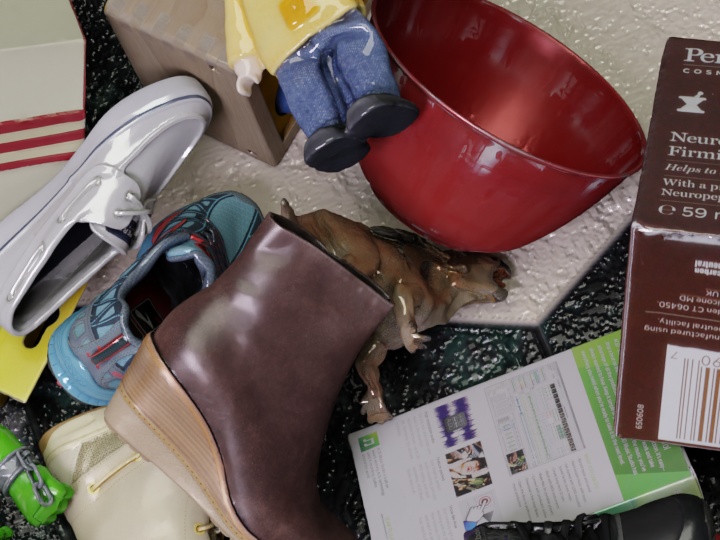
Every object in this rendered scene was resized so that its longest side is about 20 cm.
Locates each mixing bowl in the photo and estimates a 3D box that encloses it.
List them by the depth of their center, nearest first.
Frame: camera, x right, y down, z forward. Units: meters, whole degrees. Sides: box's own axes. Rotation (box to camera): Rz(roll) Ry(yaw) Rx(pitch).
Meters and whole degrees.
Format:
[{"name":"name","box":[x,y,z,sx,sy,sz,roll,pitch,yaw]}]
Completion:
[{"name":"mixing bowl","box":[0.071,-0.084,1.486,0.200,0.200,0.108,44,120,20]}]

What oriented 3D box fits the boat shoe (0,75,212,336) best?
[{"name":"boat shoe","box":[-0.162,-0.037,1.485,0.200,0.074,0.065,-45,56,7]}]

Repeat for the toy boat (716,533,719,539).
[{"name":"toy boat","box":[0.176,0.241,1.360,0.130,0.131,0.201,-2,70,8]}]

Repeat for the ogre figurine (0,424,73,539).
[{"name":"ogre figurine","box":[-0.291,0.150,1.488,0.200,0.098,0.120,-39,72,33]}]

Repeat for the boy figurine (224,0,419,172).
[{"name":"boy figurine","box":[-0.035,-0.163,1.399,0.124,0.064,0.200,-32,72,22]}]

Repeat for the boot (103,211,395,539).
[{"name":"boot","box":[-0.033,0.082,1.380,0.200,0.072,0.166,40,100,-18]}]

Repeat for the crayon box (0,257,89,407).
[{"name":"crayon box","box":[-0.277,0.007,1.560,0.200,0.051,0.127,22,74,17]}]

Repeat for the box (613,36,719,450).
[{"name":"box","box":[0.246,-0.012,1.384,0.165,0.165,0.200,6,39,9]}]

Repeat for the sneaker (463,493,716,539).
[{"name":"sneaker","box":[0.104,0.176,1.328,0.200,0.088,0.076,-32,31,17]}]

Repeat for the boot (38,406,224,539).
[{"name":"boot","box":[-0.093,0.144,1.469,0.200,0.073,0.156,-19,68,3]}]

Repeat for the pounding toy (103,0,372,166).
[{"name":"pounding toy","box":[-0.047,-0.196,1.528,0.142,0.184,0.200,26,76,17]}]

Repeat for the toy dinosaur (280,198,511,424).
[{"name":"toy dinosaur","box":[0.000,0.000,1.467,0.086,0.200,0.136,-32,38,31]}]

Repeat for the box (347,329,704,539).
[{"name":"box","box":[0.098,0.123,1.426,0.200,0.036,0.144,-22,39,7]}]

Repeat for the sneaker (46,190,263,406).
[{"name":"sneaker","box":[-0.108,0.011,1.478,0.079,0.095,0.200,48,47,-9]}]

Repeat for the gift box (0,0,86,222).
[{"name":"gift box","box":[-0.281,-0.121,1.490,0.186,0.185,0.200,-8,41,-16]}]
